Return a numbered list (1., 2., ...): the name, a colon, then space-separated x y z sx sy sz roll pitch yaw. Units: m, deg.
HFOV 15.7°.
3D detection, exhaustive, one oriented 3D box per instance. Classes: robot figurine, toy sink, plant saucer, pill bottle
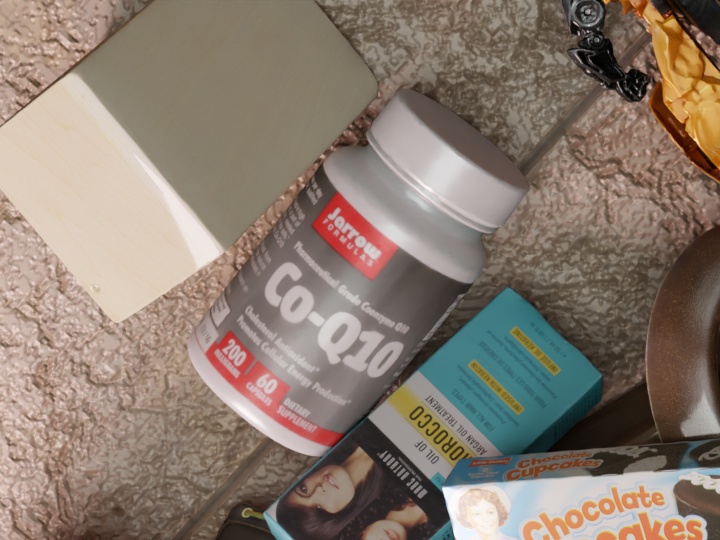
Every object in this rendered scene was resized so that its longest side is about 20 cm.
1. robot figurine: 0.206 -0.130 1.481 0.145 0.058 0.200 -38 99 12
2. toy sink: -0.104 -0.085 1.503 0.112 0.200 0.130 -32 102 41
3. plant saucer: 0.251 0.063 1.496 0.200 0.032 0.200 9 72 -30
4. pill bottle: 0.000 0.000 1.525 0.114 0.114 0.200 37 104 -5

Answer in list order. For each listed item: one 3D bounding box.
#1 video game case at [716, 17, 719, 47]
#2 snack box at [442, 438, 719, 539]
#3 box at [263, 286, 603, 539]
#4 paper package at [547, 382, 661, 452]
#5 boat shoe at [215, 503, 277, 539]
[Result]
1. video game case: 0.282 -0.195 1.501 0.181 0.026 0.200 -16 102 8
2. snack box: 0.155 0.155 1.456 0.200 0.037 0.116 -6 113 23
3. box: 0.044 0.108 1.532 0.200 0.049 0.082 -43 73 -10
4. paper package: 0.189 0.181 1.560 0.191 0.103 0.200 -33 100 11
5. boat shoe: 0.004 0.193 1.582 0.201 0.072 0.061 15 67 11
